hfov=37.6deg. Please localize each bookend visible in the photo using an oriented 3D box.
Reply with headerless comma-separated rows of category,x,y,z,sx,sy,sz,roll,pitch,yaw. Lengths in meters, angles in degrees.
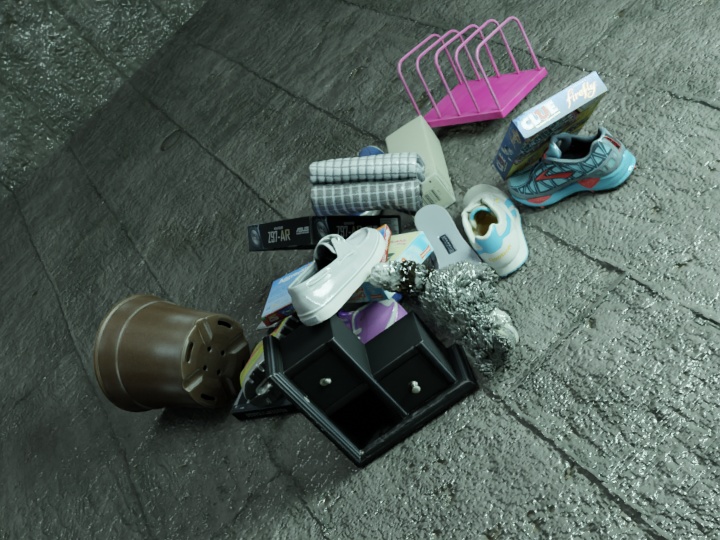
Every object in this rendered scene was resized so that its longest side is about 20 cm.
bookend,0.012,0.121,1.376,0.199,0.199,0.092,-35,29,12

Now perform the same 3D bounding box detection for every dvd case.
dvd case,-0.113,0.140,1.672,0.150,0.025,0.201,-14,41,40

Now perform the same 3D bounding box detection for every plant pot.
plant pot,-0.300,0.141,1.744,0.197,0.201,0.201,0,51,40

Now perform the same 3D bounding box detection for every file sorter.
file sorter,0.182,-0.338,1.789,0.199,0.126,0.139,1,37,50

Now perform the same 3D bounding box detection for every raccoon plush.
raccoon plush,0.109,0.067,1.364,0.198,0.097,0.135,0,46,-5

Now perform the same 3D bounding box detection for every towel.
towel,0.014,-0.121,1.580,0.164,0.086,0.200,-5,0,6

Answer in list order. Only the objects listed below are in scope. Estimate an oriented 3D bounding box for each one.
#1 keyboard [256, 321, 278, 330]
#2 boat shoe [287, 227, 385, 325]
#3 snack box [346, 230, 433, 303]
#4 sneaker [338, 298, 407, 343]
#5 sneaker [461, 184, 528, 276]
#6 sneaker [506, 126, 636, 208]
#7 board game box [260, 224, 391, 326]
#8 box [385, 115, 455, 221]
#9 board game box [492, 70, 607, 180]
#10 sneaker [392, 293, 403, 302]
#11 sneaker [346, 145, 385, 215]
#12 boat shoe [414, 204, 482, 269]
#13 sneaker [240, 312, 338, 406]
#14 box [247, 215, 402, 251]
keyboard,-0.135,0.071,1.685,0.056,0.011,0.200,-47,6,-13
boat shoe,-0.034,-0.009,1.389,0.072,0.069,0.200,-11,27,44
snack box,0.000,0.000,1.526,0.199,0.037,0.116,-7,32,50
sneaker,-0.016,0.116,1.501,0.072,0.114,0.201,11,61,52
sneaker,0.186,-0.078,1.535,0.076,0.081,0.201,-37,30,13
sneaker,0.285,-0.157,1.500,0.199,0.096,0.080,-14,40,39
board game box,-0.048,0.007,1.500,0.199,0.020,0.103,-26,25,20
box,0.098,-0.170,1.763,0.082,0.068,0.201,-31,32,18
board game box,0.264,-0.201,1.499,0.135,0.035,0.200,-31,-9,-7
sneaker,-0.008,0.022,1.642,0.089,0.079,0.199,-51,31,-18
sneaker,0.005,-0.162,1.855,0.075,0.077,0.201,-28,32,27
boat shoe,0.133,-0.001,1.516,0.070,0.070,0.201,-24,56,-4
sneaker,-0.116,0.113,1.615,0.200,0.078,0.090,-45,20,-12
box,-0.056,-0.059,1.702,0.159,0.199,0.044,-5,89,47
